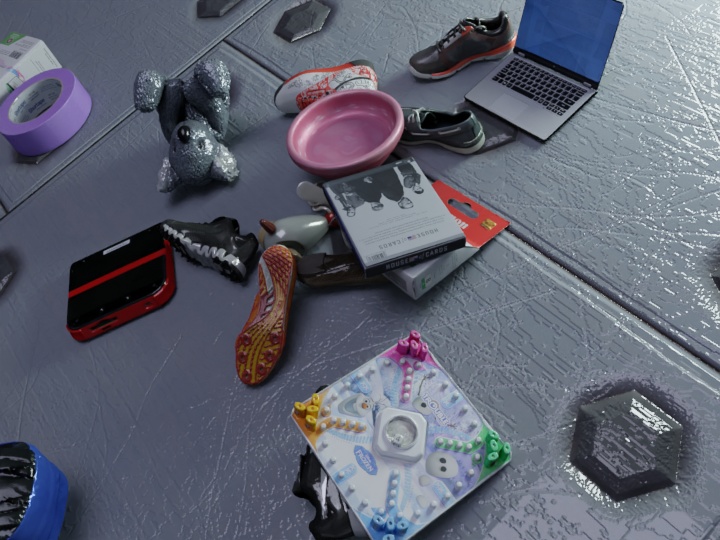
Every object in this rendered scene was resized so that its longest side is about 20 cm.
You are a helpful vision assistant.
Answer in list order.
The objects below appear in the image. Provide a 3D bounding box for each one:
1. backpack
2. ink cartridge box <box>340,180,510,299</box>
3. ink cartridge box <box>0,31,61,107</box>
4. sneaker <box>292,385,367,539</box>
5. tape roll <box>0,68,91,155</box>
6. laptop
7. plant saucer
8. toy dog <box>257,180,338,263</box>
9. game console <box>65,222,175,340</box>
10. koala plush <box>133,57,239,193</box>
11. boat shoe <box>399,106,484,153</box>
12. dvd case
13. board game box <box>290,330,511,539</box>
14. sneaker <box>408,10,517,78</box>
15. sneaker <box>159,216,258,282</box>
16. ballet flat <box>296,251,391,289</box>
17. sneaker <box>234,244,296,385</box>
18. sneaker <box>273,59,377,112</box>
[{"bbox_3d":[-0.485,0.318,0.983,0.195,0.169,0.166,-14,53,7],"label":"backpack"},{"bbox_3d":[0.094,-0.066,1.078,0.198,0.051,0.160,-37,50,-21],"label":"ink cartridge box"},{"bbox_3d":[-0.827,-0.453,1.756,0.143,0.085,0.202,21,65,34],"label":"ink cartridge box"},{"bbox_3d":[-0.046,0.236,0.916,0.088,0.067,0.203,-19,52,4],"label":"sneaker"},{"bbox_3d":[-0.690,-0.347,1.634,0.195,0.066,0.204,-11,53,15],"label":"tape roll"},{"bbox_3d":[0.283,-0.341,1.186,0.199,0.117,0.187,-42,50,-11],"label":"laptop"},{"bbox_3d":[-0.023,-0.216,1.219,0.195,0.051,0.204,-8,47,9],"label":"plant saucer"},{"bbox_3d":[-0.084,-0.084,1.161,0.130,0.097,0.201,25,67,34],"label":"toy dog"},{"bbox_3d":[-0.408,0.017,1.271,0.196,0.031,0.179,-23,45,4],"label":"game console"},{"bbox_3d":[-0.299,-0.241,1.350,0.172,0.184,0.205,-11,71,-1],"label":"koala plush"},{"bbox_3d":[0.111,-0.246,1.221,0.197,0.062,0.074,21,66,34],"label":"boat shoe"},{"bbox_3d":[0.043,-0.080,1.055,0.147,0.025,0.202,-17,44,-10],"label":"dvd case"},{"bbox_3d":[0.048,0.190,0.881,0.197,0.026,0.201,-28,61,-23],"label":"board game box"},{"bbox_3d":[0.172,-0.402,1.300,0.195,0.083,0.078,-17,50,10],"label":"sneaker"},{"bbox_3d":[-0.243,-0.052,1.227,0.197,0.067,0.091,23,63,30],"label":"sneaker"},{"bbox_3d":[0.000,0.000,1.103,0.194,0.047,0.068,-6,42,12],"label":"ballet flat"},{"bbox_3d":[-0.128,0.067,1.082,0.071,0.077,0.205,15,82,8],"label":"sneaker"},{"bbox_3d":[-0.063,-0.306,1.337,0.196,0.068,0.110,-15,48,9],"label":"sneaker"}]
